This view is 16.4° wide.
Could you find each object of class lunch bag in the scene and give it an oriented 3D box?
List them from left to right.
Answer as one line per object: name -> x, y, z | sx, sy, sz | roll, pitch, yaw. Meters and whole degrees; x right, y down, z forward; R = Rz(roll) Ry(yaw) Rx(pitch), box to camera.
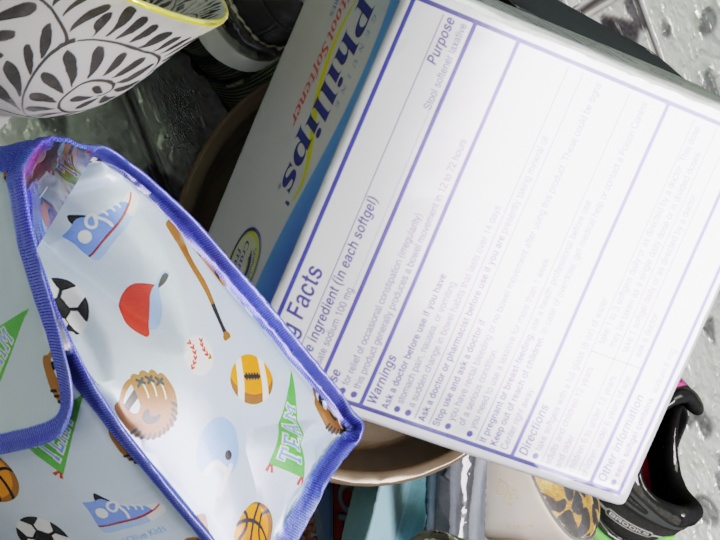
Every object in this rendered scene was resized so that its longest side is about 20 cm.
lunch bag -> -0.130, 0.041, 0.972 | 0.200, 0.170, 0.124 | 55, 43, -29

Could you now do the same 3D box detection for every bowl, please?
bowl -> -0.162, -0.117, 1.014 | 0.200, 0.094, 0.201 | 30, 14, -8

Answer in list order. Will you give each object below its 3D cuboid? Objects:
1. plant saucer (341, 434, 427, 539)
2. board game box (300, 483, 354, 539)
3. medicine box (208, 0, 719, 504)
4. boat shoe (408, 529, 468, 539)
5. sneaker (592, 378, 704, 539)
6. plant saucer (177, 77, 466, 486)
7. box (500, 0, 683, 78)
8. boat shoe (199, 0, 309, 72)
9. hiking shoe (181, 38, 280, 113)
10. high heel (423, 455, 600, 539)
plant saucer -> 0.019, 0.096, 1.228 | 0.200, 0.019, 0.070 | -73, 154, -52
board game box -> -0.040, 0.111, 1.185 | 0.134, 0.029, 0.201 | 20, 63, -48
medicine box -> 0.053, -0.021, 1.091 | 0.200, 0.103, 0.183 | 20, 99, -23
boat shoe -> -0.005, 0.194, 1.050 | 0.060, 0.072, 0.202 | 46, 66, -43
sneaker -> 0.151, 0.059, 1.408 | 0.077, 0.084, 0.201 | -16, 92, -54
plant saucer -> 0.000, 0.000, 1.165 | 0.200, 0.029, 0.201 | 1, 88, -27
box -> 0.078, -0.070, 1.295 | 0.200, 0.141, 0.079 | 20, 19, -48
boat shoe -> -0.043, -0.191, 1.145 | 0.074, 0.060, 0.201 | 20, 59, -37
hiking shoe -> -0.089, -0.130, 1.173 | 0.101, 0.076, 0.200 | -37, 100, -43
high heel -> 0.084, 0.071, 1.296 | 0.200, 0.071, 0.143 | 6, 86, -65
